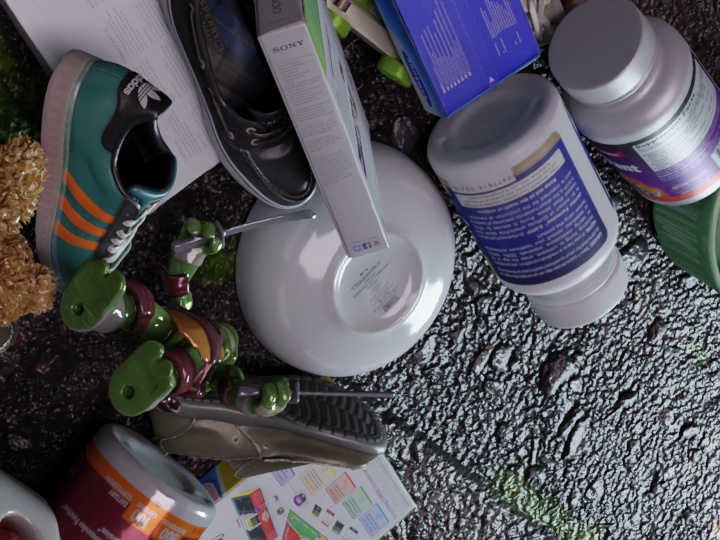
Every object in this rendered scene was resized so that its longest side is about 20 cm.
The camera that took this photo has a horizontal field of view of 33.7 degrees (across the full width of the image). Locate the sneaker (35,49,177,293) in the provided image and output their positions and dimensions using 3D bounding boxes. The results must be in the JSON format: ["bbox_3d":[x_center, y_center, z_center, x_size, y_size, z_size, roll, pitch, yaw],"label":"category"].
[{"bbox_3d":[-0.167,-0.048,0.797,0.072,0.079,0.202,-60,168,-45],"label":"sneaker"}]

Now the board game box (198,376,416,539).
[{"bbox_3d":[-0.064,0.212,1.027,0.199,0.040,0.154,-38,122,-12],"label":"board game box"}]

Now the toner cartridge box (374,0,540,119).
[{"bbox_3d":[0.053,-0.224,0.873,0.094,0.043,0.202,-33,116,-11],"label":"toner cartridge box"}]

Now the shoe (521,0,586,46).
[{"bbox_3d":[0.170,-0.236,0.979,0.199,0.053,0.071,-34,120,-11],"label":"shoe"}]

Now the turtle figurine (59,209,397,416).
[{"bbox_3d":[-0.099,0.029,0.823,0.193,0.197,0.147,2,84,-69],"label":"turtle figurine"}]

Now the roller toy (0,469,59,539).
[{"bbox_3d":[-0.307,0.205,0.803,0.201,0.182,0.140,-50,123,-3],"label":"roller toy"}]

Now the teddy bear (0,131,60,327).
[{"bbox_3d":[-0.262,-0.052,0.749,0.142,0.067,0.203,4,111,-4],"label":"teddy bear"}]

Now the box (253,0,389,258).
[{"bbox_3d":[-0.028,-0.128,0.827,0.036,0.146,0.201,-15,134,6],"label":"box"}]

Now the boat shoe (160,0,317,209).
[{"bbox_3d":[-0.073,-0.122,0.820,0.069,0.066,0.202,-30,122,-15],"label":"boat shoe"}]

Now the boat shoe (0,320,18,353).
[{"bbox_3d":[-0.322,0.061,0.800,0.199,0.060,0.073,-14,125,-34],"label":"boat shoe"}]

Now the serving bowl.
[{"bbox_3d":[0.000,0.000,0.969,0.197,0.066,0.203,-11,114,-26],"label":"serving bowl"}]

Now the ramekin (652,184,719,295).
[{"bbox_3d":[0.375,-0.069,1.132,0.197,0.097,0.203,-11,114,-26],"label":"ramekin"}]

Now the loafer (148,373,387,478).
[{"bbox_3d":[-0.077,0.127,0.955,0.197,0.076,0.071,13,117,-5],"label":"loafer"}]

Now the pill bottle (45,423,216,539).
[{"bbox_3d":[-0.211,0.229,0.907,0.114,0.114,0.201,39,87,-34],"label":"pill bottle"}]

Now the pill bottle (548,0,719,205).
[{"bbox_3d":[0.236,-0.142,0.994,0.199,0.111,0.112,32,92,-48],"label":"pill bottle"}]

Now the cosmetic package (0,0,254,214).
[{"bbox_3d":[-0.147,-0.165,0.831,0.150,0.052,0.201,-38,123,-14],"label":"cosmetic package"}]

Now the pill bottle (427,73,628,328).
[{"bbox_3d":[0.149,-0.051,1.000,0.119,0.119,0.201,-40,122,-10],"label":"pill bottle"}]

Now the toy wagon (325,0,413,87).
[{"bbox_3d":[0.022,-0.245,0.900,0.199,0.040,0.156,32,91,-29],"label":"toy wagon"}]
